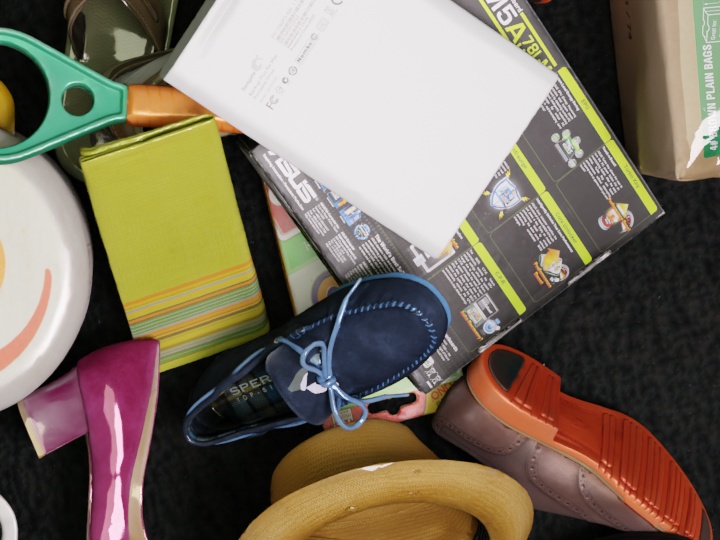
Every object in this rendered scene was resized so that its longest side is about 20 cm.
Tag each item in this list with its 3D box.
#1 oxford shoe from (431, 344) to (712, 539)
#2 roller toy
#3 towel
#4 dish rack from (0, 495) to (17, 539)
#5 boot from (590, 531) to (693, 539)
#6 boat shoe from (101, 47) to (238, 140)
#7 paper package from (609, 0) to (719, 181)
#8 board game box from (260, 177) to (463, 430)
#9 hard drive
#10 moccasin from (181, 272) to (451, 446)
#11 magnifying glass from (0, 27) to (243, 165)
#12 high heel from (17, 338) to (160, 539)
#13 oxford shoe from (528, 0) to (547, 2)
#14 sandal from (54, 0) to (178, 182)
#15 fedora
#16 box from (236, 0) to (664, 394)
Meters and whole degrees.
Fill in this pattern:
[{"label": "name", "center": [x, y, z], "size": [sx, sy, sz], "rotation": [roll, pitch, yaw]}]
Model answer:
[{"label": "oxford shoe", "center": [0.136, 0.126, 1.752], "size": [0.200, 0.071, 0.073], "rotation": [37, 123, -11]}, {"label": "roller toy", "center": [-0.250, -0.004, 1.671], "size": [0.200, 0.140, 0.183], "rotation": [-44, 95, -1]}, {"label": "towel", "center": [-0.111, -0.015, 1.676], "size": [0.086, 0.201, 0.018], "rotation": [-19, 49, -6]}, {"label": "dish rack", "center": [-0.321, 0.202, 1.726], "size": [0.199, 0.044, 0.173], "rotation": [11, 91, -4]}, {"label": "boot", "center": [0.156, 0.279, 1.732], "size": [0.187, 0.069, 0.201], "rotation": [-25, 106, -1]}, {"label": "boat shoe", "center": [-0.061, -0.119, 1.695], "size": [0.199, 0.068, 0.075], "rotation": [-25, 115, -15]}, {"label": "paper package", "center": [0.212, -0.160, 1.669], "size": [0.103, 0.191, 0.202], "rotation": [-6, 95, -3]}, {"label": "board game box", "center": [0.000, 0.000, 1.746], "size": [0.095, 0.030, 0.201], "rotation": [-14, 96, -3]}, {"label": "hard drive", "center": [0.000, -0.115, 1.621], "size": [0.199, 0.026, 0.132], "rotation": [33, 95, -18]}, {"label": "moccasin", "center": [-0.027, 0.068, 1.677], "size": [0.200, 0.068, 0.081], "rotation": [-31, 105, 38]}, {"label": "magnifying glass", "center": [-0.158, -0.099, 1.619], "size": [0.199, 0.022, 0.080], "rotation": [3, 80, -12]}, {"label": "high heel", "center": [-0.131, 0.144, 1.719], "size": [0.095, 0.067, 0.201], "rotation": [-24, 93, 3]}, {"label": "oxford shoe", "center": [0.032, -0.227, 1.712], "size": [0.199, 0.071, 0.073], "rotation": [16, 86, -14]}, {"label": "sandal", "center": [-0.150, -0.153, 1.711], "size": [0.079, 0.057, 0.203], "rotation": [2, 93, -4]}, {"label": "fedora", "center": [0.007, 0.149, 1.708], "size": [0.199, 0.201, 0.082], "rotation": [-16, 54, -3]}, {"label": "box", "center": [0.057, -0.058, 1.689], "size": [0.193, 0.048, 0.200], "rotation": [-38, 112, -4]}]
